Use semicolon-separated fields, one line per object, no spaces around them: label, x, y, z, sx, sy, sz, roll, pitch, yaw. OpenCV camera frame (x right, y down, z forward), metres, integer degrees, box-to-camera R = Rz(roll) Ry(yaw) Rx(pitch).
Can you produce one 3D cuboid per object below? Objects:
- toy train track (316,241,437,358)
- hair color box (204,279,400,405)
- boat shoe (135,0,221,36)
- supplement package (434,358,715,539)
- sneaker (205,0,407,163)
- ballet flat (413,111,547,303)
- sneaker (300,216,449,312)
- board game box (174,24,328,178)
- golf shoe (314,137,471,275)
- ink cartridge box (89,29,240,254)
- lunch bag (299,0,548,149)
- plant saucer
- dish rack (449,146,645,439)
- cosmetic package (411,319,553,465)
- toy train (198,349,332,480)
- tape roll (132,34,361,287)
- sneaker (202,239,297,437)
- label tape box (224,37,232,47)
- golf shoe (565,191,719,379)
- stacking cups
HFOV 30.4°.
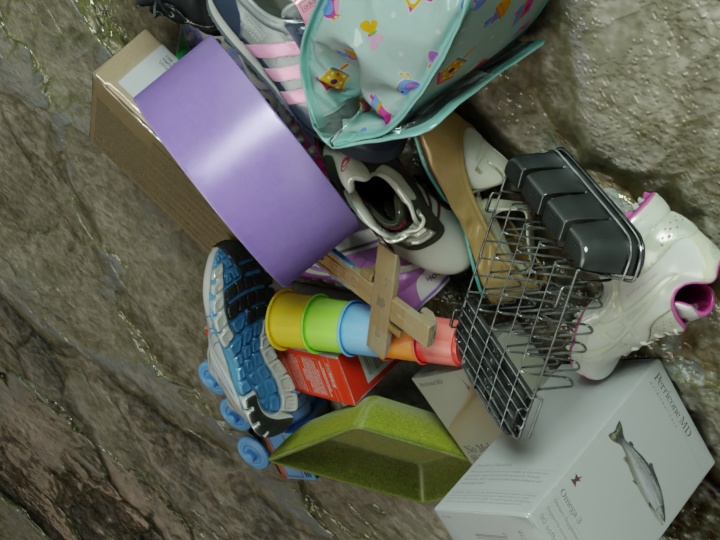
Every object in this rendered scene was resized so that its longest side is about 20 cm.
toy train track;0.000;0.000;1.169;0.200;0.032;0.115;37;137;32
hair color box;-0.054;0.068;1.350;0.199;0.101;0.061;10;130;44
boat shoe;-0.164;-0.243;1.116;0.199;0.066;0.075;48;147;43
supplement package;0.181;0.179;1.107;0.117;0.200;0.117;-11;117;53
sneaker;-0.036;-0.166;1.002;0.200;0.070;0.082;43;150;2
ballet flat;0.103;-0.062;1.088;0.063;0.069;0.201;-10;124;26
sneaker;0.001;0.005;1.253;0.200;0.073;0.115;-8;121;52
board game box;-0.091;-0.188;1.198;0.200;0.026;0.200;39;146;12
golf shoe;0.032;-0.045;1.096;0.077;0.088;0.200;-33;128;19
ink cartridge box;-0.167;-0.113;1.284;0.200;0.075;0.165;44;159;1
lunch bag;0.054;-0.179;0.908;0.122;0.170;0.200;41;142;12
plant saucer;0.036;0.179;1.346;0.199;0.048;0.200;19;155;-24
dish rack;0.133;0.022;1.019;0.154;0.054;0.201;-118;36;-51
cosmetic package;0.150;0.152;1.233;0.200;0.073;0.103;54;147;-11
toy train;-0.101;0.146;1.506;0.114;0.087;0.201;-5;119;40
tape roll;-0.092;-0.089;1.094;0.200;0.085;0.200;52;179;1
sneaker;-0.126;0.064;1.288;0.086;0.075;0.201;15;121;48
label tape box;-0.028;-0.228;1.049;0.144;0.063;0.200;38;147;14
golf shoe;0.219;0.032;1.032;0.091;0.075;0.201;32;145;17
stacking cups;0.007;0.053;1.209;0.199;0.061;0.061;4;128;35
